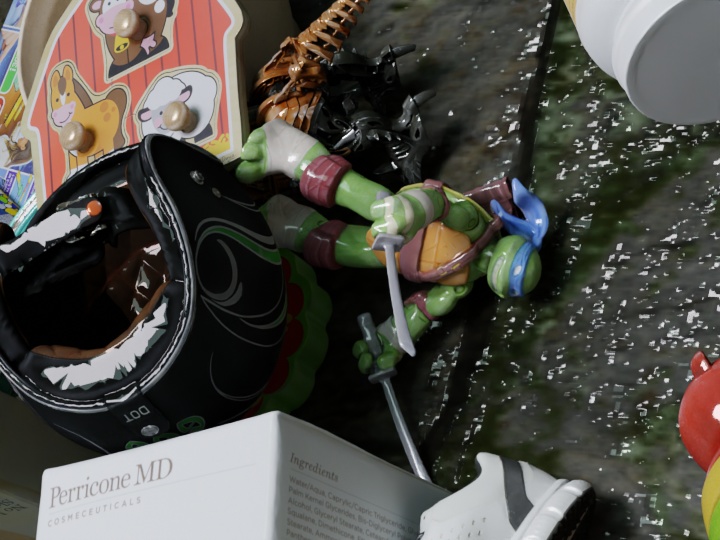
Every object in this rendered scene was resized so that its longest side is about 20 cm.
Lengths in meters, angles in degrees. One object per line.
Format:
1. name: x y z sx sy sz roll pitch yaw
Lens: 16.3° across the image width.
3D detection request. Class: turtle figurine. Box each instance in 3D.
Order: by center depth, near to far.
1. turtle figurine: 0.000 0.000 1.557 0.193 0.144 0.201 25 81 25

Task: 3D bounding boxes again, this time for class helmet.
1. helmet: -0.136 0.014 1.532 0.198 0.191 0.202 -2 84 16

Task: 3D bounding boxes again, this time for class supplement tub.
1. supplement tub: 0.183 -0.202 1.512 0.144 0.144 0.201 -37 51 22

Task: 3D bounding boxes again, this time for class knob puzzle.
1. knob puzzle: -0.157 -0.133 1.664 0.218 0.030 0.222 -15 65 35

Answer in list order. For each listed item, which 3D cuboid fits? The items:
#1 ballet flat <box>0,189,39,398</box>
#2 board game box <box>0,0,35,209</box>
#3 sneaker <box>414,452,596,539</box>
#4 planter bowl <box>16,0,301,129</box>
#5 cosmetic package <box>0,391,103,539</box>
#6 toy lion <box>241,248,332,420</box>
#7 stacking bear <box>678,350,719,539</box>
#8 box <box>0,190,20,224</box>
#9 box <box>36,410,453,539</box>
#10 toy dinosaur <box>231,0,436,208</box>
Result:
1. ballet flat: -0.229 0.003 1.739 0.201 0.067 0.070 -61 22 2
2. board game box: -0.239 -0.131 1.921 0.135 0.034 0.201 16 82 44
3. sneaker: 0.053 0.185 1.441 0.080 0.074 0.200 26 51 24
4. planter bowl: -0.123 -0.157 1.763 0.199 0.134 0.202 -19 59 34
5. cosmetic package: -0.263 0.131 1.702 0.105 0.199 0.072 -17 59 35
6. toy lion: -0.108 0.030 1.720 0.190 0.069 0.202 -19 58 26
7. stacking bear: 0.234 0.121 1.348 0.113 0.121 0.201 -38 40 12
8. box: -0.311 -0.039 1.881 0.200 0.064 0.070 41 126 34
9. box: -0.063 0.206 1.494 0.198 0.199 0.173 -16 59 36
10. toy dinosaur: -0.028 -0.100 1.643 0.200 0.135 0.103 137 128 -59
